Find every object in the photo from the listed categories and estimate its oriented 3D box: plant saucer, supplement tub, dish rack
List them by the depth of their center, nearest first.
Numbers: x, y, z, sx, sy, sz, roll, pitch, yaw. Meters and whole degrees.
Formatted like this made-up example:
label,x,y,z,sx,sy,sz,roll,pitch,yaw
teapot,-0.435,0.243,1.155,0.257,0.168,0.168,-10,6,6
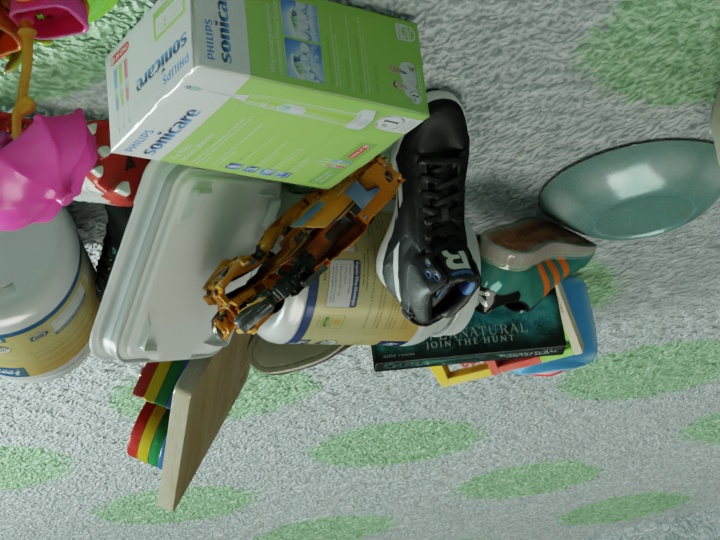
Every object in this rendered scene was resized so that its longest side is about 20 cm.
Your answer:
label,x,y,z,sx,sy,sz,roll,pitch,yaw
dish rack,-0.141,-0.006,1.305,0.044,0.200,0.172,29,-165,29
supplement tub,-0.314,0.016,1.378,0.144,0.145,0.200,-7,159,-2
supplement tub,0.000,0.000,1.442,0.200,0.145,0.144,2,157,-23
plant saucer,0.280,-0.069,1.505,0.201,0.039,0.201,-7,160,-2

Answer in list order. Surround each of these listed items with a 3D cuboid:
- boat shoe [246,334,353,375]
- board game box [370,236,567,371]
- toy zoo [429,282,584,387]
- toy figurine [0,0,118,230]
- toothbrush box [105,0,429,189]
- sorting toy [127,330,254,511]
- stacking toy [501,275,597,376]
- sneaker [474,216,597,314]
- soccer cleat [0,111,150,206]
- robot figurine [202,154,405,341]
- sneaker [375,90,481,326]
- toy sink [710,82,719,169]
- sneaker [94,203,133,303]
label,x,y,z,sx,sy,sz,roll,pitch,yaw
boat shoe,-0.029,0.056,1.611,0.200,0.072,0.060,-33,162,-11
board game box,0.104,0.030,1.569,0.200,0.136,0.028,-5,156,-7
toy zoo,0.133,0.056,1.680,0.200,0.131,0.020,-16,-160,21
toy figurine,-0.250,-0.114,1.011,0.200,0.184,0.150,-13,158,15
toothbrush box,-0.072,-0.139,1.141,0.200,0.086,0.146,6,156,-33
sorting toy,-0.171,0.105,1.531,0.069,0.199,0.200,21,137,6
stacking toy,0.204,0.080,1.807,0.116,0.110,0.200,-7,170,-6
sneaker,0.167,-0.002,1.518,0.200,0.071,0.080,-8,124,-53
soccer cleat,-0.251,-0.091,1.245,0.200,0.069,0.085,8,168,-35
robot figurine,-0.057,-0.020,1.277,0.200,0.058,0.145,-44,-170,-14
sneaker,0.074,-0.044,1.289,0.073,0.112,0.200,-7,126,-23
toy sink,0.374,-0.121,1.278,0.112,0.131,0.200,-9,158,3
sneaker,-0.206,-0.001,1.355,0.079,0.075,0.200,-10,126,6
